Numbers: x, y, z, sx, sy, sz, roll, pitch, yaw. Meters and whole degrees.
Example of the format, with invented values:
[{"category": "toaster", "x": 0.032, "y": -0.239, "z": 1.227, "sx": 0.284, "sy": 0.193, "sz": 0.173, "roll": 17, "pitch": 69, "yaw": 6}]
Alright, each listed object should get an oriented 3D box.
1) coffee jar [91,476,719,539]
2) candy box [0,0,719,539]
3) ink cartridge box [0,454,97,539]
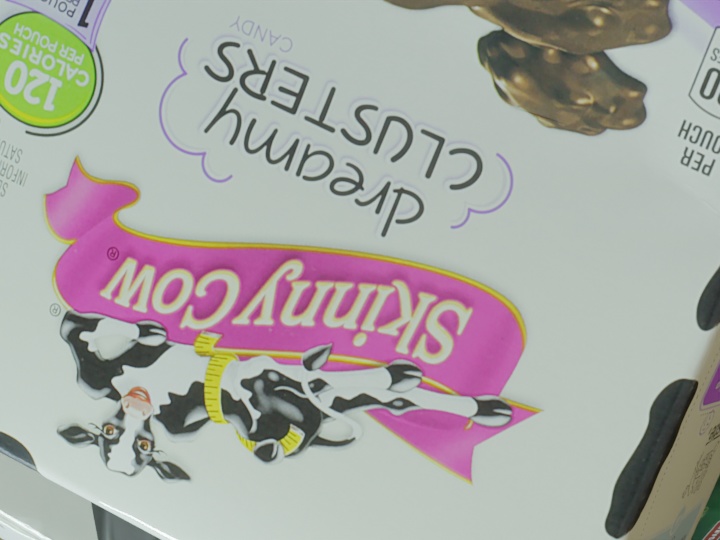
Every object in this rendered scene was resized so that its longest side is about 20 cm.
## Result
[{"category": "coffee jar", "x": 0.024, "y": 0.048, "z": 0.728, "sx": 0.200, "sy": 0.085, "sz": 0.104, "roll": 3, "pitch": 146, "yaw": -26}, {"category": "candy box", "x": 0.010, "y": -0.036, "z": 0.494, "sx": 0.168, "sy": 0.200, "sz": 0.072, "roll": 25, "pitch": -166, "yaw": 18}, {"category": "ink cartridge box", "x": -0.086, "y": 0.027, "z": 1.018, "sx": 0.145, "sy": 0.200, "sz": 0.147, "roll": 29, "pitch": 169, "yaw": 4}]
